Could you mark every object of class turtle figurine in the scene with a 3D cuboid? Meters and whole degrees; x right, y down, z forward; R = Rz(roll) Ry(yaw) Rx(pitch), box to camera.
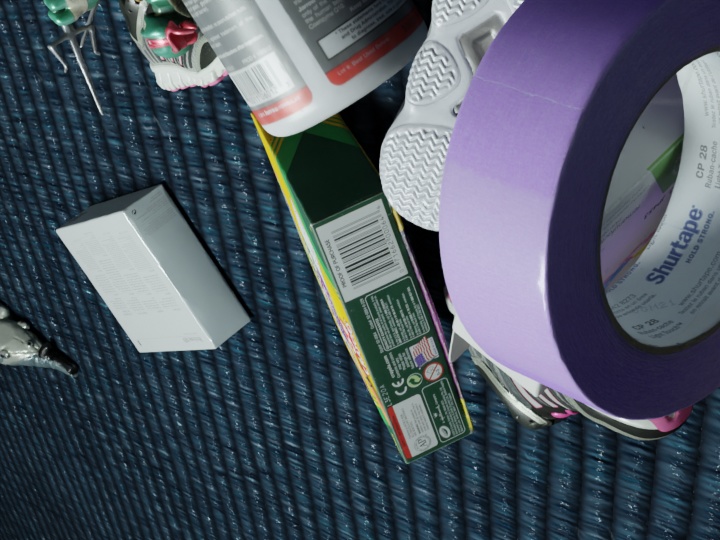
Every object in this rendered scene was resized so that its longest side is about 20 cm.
[{"bbox_3d":[-0.144,-0.206,0.980,0.150,0.100,0.202,-86,-10,-76],"label":"turtle figurine"}]

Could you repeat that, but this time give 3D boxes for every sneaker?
[{"bbox_3d":[0.132,0.061,0.956,0.199,0.074,0.088,28,146,49],"label":"sneaker"},{"bbox_3d":[-0.114,-0.178,1.060,0.088,0.074,0.200,52,161,-16],"label":"sneaker"},{"bbox_3d":[0.078,-0.122,0.813,0.075,0.114,0.201,29,115,9],"label":"sneaker"}]

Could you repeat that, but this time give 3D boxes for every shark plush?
[{"bbox_3d":[-0.427,0.097,2.010,0.199,0.091,0.083,0,148,34],"label":"shark plush"}]

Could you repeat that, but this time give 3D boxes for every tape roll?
[{"bbox_3d":[0.128,-0.038,0.694,0.065,0.200,0.201,24,144,44],"label":"tape roll"}]

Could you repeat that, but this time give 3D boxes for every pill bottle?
[{"bbox_3d":[-0.056,-0.189,0.900,0.201,0.116,0.116,58,154,-13],"label":"pill bottle"}]

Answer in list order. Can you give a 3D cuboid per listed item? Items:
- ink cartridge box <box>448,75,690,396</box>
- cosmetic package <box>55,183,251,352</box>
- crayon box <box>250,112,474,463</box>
[{"bbox_3d":[0.115,-0.014,0.845,0.067,0.117,0.201,39,152,20],"label":"ink cartridge box"},{"bbox_3d":[-0.199,0.003,1.471,0.151,0.052,0.200,59,154,-13],"label":"cosmetic package"},{"bbox_3d":[0.000,0.000,1.052,0.173,0.058,0.201,-121,9,-57],"label":"crayon box"}]
